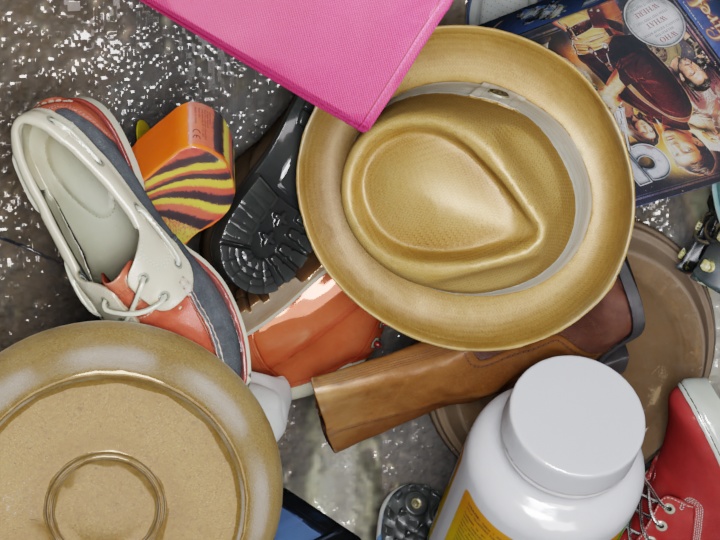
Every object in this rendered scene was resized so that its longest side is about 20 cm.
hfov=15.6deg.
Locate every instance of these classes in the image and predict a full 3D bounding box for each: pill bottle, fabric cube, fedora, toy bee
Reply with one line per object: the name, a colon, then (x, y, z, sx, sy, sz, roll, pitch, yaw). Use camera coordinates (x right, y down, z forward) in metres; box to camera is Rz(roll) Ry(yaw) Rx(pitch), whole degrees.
pill bottle: (0.110, 0.137, 1.605, 0.111, 0.111, 0.200, -3, 148, -13)
fabric cube: (-0.041, -0.226, 1.428, 0.199, 0.196, 0.200, 29, 103, -18)
fedora: (0.053, -0.042, 1.477, 0.200, 0.082, 0.201, 2, 99, 14)
toy bee: (-0.138, -0.028, 1.552, 0.109, 0.200, 0.131, 36, 58, -41)

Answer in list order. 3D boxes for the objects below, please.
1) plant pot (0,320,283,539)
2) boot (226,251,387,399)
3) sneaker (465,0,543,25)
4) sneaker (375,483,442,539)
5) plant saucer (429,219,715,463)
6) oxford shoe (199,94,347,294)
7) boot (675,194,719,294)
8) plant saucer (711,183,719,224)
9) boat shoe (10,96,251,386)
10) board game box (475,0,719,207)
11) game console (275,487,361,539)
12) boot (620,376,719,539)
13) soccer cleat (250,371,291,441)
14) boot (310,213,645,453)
plant pot: (-0.140, 0.127, 1.439, 0.199, 0.027, 0.201, -2, 106, -7)
boot: (0.000, 0.000, 1.619, 0.200, 0.075, 0.107, -34, 129, 1)
sneaker: (0.118, -0.173, 1.545, 0.080, 0.115, 0.200, -1, 112, -13)
sneaker: (0.050, 0.234, 1.729, 0.072, 0.072, 0.201, -23, 102, -22)
plant saucer: (0.139, 0.059, 1.696, 0.199, 0.029, 0.201, -5, 114, -12)
oxford shoe: (-0.032, -0.076, 1.574, 0.200, 0.084, 0.073, -48, 111, -14)
boot: (0.234, -0.066, 1.638, 0.203, 0.073, 0.154, 24, 99, -26)
plant saucer: (0.288, -0.084, 1.593, 0.199, 0.036, 0.201, -9, 112, -24)
boat shoe: (-0.129, -0.005, 1.452, 0.071, 0.063, 0.200, -28, 91, 18)
board game box: (0.141, -0.099, 1.520, 0.136, 0.200, 0.035, 49, 49, -21)
game console: (-0.114, 0.145, 1.575, 0.172, 0.200, 0.119, -26, 102, -13)
boot: (0.184, 0.161, 1.707, 0.144, 0.073, 0.200, -18, 134, -4)
soccer cleat: (-0.138, 0.087, 1.600, 0.199, 0.078, 0.070, 2, 111, 18)
boot: (0.064, 0.037, 1.580, 0.199, 0.188, 0.069, -14, 72, -7)
